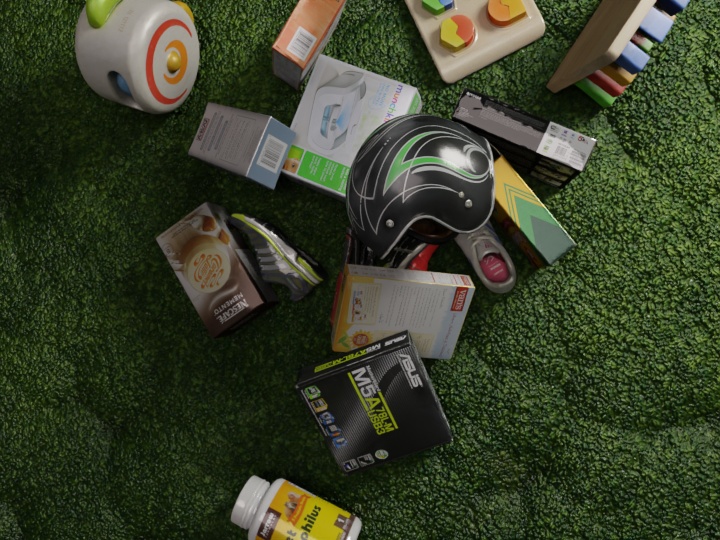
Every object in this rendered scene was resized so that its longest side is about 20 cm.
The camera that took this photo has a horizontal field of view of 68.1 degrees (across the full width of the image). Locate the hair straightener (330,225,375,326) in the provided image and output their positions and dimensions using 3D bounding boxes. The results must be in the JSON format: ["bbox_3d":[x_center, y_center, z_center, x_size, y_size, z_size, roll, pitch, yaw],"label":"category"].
[{"bbox_3d":[0.000,0.000,0.907,0.076,0.041,0.202,9,84,-16],"label":"hair straightener"}]

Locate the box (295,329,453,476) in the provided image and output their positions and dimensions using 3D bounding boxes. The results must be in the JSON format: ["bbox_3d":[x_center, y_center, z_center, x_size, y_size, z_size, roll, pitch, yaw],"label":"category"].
[{"bbox_3d":[0.024,0.215,0.844,0.191,0.048,0.201,-20,112,11],"label":"box"}]

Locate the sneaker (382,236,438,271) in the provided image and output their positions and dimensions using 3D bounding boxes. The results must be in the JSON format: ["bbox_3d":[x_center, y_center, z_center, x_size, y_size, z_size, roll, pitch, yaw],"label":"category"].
[{"bbox_3d":[0.083,0.006,0.873,0.085,0.077,0.201,33,98,-21],"label":"sneaker"}]

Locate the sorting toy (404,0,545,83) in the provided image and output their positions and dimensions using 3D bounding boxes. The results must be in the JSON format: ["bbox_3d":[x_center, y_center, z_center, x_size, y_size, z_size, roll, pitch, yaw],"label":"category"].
[{"bbox_3d":[0.182,-0.440,0.884,0.184,0.036,0.202,-25,84,8],"label":"sorting toy"}]

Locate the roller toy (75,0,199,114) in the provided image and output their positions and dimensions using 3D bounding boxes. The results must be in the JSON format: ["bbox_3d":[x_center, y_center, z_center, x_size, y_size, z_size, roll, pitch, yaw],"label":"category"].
[{"bbox_3d":[-0.366,-0.369,0.906,0.138,0.200,0.184,19,114,10],"label":"roller toy"}]

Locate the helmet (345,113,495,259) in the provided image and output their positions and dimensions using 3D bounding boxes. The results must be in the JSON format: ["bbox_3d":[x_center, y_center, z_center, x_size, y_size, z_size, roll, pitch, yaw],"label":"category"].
[{"bbox_3d":[0.073,-0.115,0.746,0.188,0.200,0.203,2,88,-7],"label":"helmet"}]

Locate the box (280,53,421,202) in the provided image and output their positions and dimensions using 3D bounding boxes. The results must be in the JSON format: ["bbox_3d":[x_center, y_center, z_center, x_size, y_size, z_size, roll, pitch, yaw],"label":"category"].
[{"bbox_3d":[-0.017,-0.219,0.882,0.175,0.097,0.202,24,92,12],"label":"box"}]

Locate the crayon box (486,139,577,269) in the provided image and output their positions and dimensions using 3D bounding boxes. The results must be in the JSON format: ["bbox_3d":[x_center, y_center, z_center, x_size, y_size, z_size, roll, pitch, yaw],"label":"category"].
[{"bbox_3d":[0.235,-0.096,0.818,0.051,0.127,0.201,-38,81,7],"label":"crayon box"}]

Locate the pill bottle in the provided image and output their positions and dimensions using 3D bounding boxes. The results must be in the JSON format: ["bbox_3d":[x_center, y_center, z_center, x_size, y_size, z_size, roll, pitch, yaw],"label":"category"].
[{"bbox_3d":[-0.106,0.415,0.867,0.198,0.109,0.110,23,92,10],"label":"pill bottle"}]

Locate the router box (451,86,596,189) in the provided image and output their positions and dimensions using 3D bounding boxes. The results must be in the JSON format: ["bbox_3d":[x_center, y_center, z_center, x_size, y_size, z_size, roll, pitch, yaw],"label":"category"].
[{"bbox_3d":[0.236,-0.195,0.808,0.198,0.149,0.051,26,93,9],"label":"router box"}]

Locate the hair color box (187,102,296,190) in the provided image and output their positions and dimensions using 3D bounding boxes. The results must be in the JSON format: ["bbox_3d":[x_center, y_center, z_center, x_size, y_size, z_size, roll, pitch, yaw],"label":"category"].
[{"bbox_3d":[-0.201,-0.210,0.884,0.199,0.060,0.100,26,93,42],"label":"hair color box"}]

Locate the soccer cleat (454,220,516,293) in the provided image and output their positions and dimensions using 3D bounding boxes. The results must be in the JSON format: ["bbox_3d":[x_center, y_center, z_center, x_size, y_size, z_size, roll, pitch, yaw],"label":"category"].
[{"bbox_3d":[0.185,-0.056,0.844,0.070,0.086,0.201,-34,83,7],"label":"soccer cleat"}]

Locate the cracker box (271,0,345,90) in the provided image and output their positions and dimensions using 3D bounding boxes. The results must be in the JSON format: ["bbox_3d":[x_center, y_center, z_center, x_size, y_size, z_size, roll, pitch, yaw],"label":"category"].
[{"bbox_3d":[-0.083,-0.372,0.845,0.057,0.200,0.135,31,94,-13],"label":"cracker box"}]

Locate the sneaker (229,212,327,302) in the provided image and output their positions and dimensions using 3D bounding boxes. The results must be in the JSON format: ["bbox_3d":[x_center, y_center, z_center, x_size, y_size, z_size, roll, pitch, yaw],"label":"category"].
[{"bbox_3d":[-0.155,-0.025,0.913,0.200,0.074,0.081,40,98,11],"label":"sneaker"}]

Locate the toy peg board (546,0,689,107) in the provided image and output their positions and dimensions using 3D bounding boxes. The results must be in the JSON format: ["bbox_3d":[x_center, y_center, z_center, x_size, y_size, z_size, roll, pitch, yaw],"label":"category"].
[{"bbox_3d":[0.399,-0.344,0.771,0.097,0.199,0.201,32,94,-6],"label":"toy peg board"}]

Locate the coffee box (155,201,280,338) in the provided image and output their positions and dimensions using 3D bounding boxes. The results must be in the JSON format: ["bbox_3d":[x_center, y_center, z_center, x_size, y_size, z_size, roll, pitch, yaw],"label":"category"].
[{"bbox_3d":[-0.244,0.000,0.921,0.114,0.080,0.201,-34,83,8],"label":"coffee box"}]

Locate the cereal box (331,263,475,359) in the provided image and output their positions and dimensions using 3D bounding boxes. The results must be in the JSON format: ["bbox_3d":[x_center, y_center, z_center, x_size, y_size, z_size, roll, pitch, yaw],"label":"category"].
[{"bbox_3d":[0.062,0.067,0.822,0.198,0.040,0.145,6,121,-12],"label":"cereal box"}]
